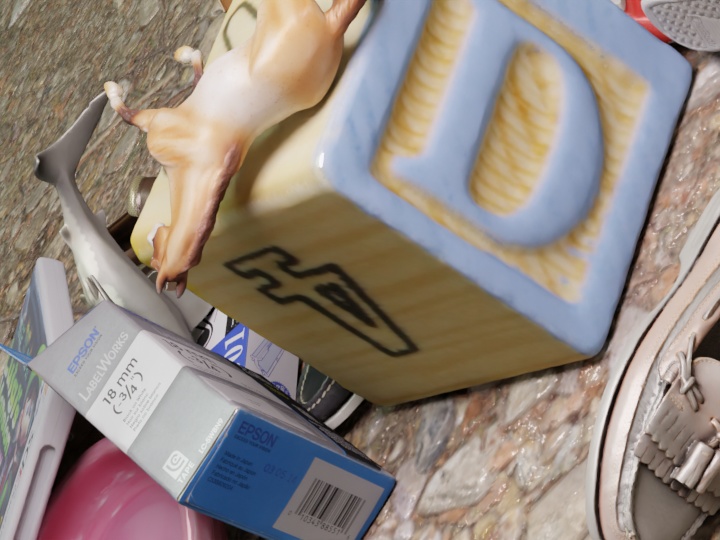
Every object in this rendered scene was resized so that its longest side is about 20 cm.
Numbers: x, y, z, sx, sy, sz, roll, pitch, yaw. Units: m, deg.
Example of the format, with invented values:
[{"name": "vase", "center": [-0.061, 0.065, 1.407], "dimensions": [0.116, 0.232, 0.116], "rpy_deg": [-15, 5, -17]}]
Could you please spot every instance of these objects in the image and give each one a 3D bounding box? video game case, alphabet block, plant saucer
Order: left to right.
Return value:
[{"name": "video game case", "center": [-0.220, 0.109, 1.473], "dimensions": [0.200, 0.023, 0.183], "rpy_deg": [-116, 43, -66]}, {"name": "plant saucer", "center": [-0.139, 0.199, 1.364], "dimensions": [0.200, 0.051, 0.202], "rpy_deg": [-26, 55, 45]}, {"name": "alphabet block", "center": [0.026, -0.061, 1.233], "dimensions": [0.200, 0.196, 0.196], "rpy_deg": [-17, 45, 55]}]

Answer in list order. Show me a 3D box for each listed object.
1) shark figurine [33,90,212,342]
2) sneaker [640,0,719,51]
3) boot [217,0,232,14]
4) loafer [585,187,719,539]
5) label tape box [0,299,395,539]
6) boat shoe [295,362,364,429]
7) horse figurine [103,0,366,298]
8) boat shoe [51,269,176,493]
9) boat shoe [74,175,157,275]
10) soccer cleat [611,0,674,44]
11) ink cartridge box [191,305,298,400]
[{"name": "shark figurine", "center": [-0.140, 0.002, 1.474], "dimensions": [0.089, 0.215, 0.128], "rpy_deg": [-24, -15, -17]}, {"name": "sneaker", "center": [0.230, -0.176, 1.138], "dimensions": [0.119, 0.074, 0.200], "rpy_deg": [-59, 27, -14]}, {"name": "boot", "center": [-0.048, -0.146, 1.479], "dimensions": [0.074, 0.155, 0.200], "rpy_deg": [-38, 0, -16]}, {"name": "loafer", "center": [0.163, 0.041, 1.018], "dimensions": [0.063, 0.072, 0.201], "rpy_deg": [-2, 55, 52]}, {"name": "label tape box", "center": [-0.096, 0.077, 1.282], "dimensions": [0.200, 0.144, 0.063], "rpy_deg": [34, 93, 42]}, {"name": "boat shoe", "center": [0.000, 0.000, 1.370], "dimensions": [0.074, 0.060, 0.201], "rpy_deg": [-4, 57, 60]}, {"name": "horse figurine", "center": [-0.057, -0.099, 1.132], "dimensions": [0.200, 0.050, 0.133], "rpy_deg": [-43, 40, 16]}, {"name": "boat shoe", "center": [-0.182, 0.078, 1.600], "dimensions": [0.072, 0.072, 0.201], "rpy_deg": [-6, 56, 59]}, {"name": "boat shoe", "center": [-0.137, -0.039, 1.651], "dimensions": [0.202, 0.075, 0.075], "rpy_deg": [-39, 31, 35]}, {"name": "soccer cleat", "center": [0.127, -0.142, 1.300], "dimensions": [0.199, 0.085, 0.069], "rpy_deg": [-1, 52, 33]}, {"name": "ink cartridge box", "center": [-0.081, 0.055, 1.476], "dimensions": [0.094, 0.044, 0.201], "rpy_deg": [-42, 29, 34]}]
